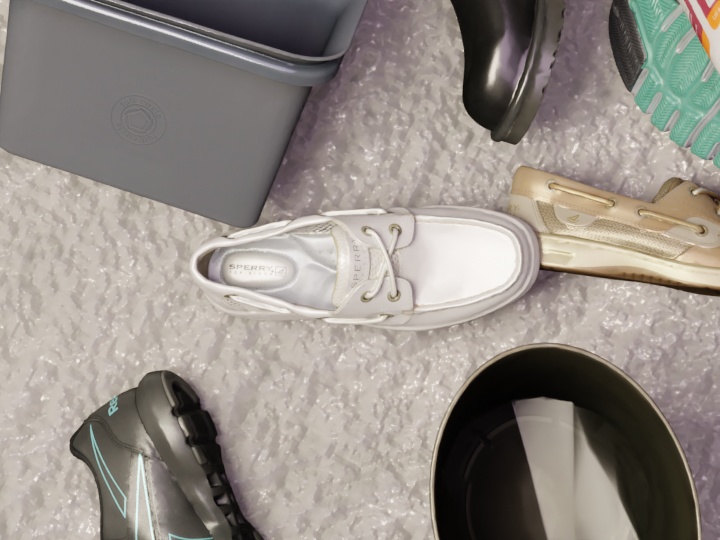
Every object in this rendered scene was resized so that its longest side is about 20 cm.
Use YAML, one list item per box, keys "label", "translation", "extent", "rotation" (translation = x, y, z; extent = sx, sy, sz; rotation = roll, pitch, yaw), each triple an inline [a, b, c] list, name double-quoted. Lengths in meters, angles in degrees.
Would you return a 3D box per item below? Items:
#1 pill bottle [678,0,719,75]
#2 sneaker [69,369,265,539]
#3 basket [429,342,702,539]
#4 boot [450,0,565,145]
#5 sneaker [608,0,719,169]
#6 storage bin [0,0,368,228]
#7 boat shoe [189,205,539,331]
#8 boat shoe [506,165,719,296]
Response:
- label: "pill bottle"
  translation: [0.210, -0.209, 1.435]
  extent: [0.109, 0.110, 0.200]
  rotation: [-22, 63, -2]
- label: "sneaker"
  translation: [-0.099, 0.160, 1.464]
  extent: [0.079, 0.075, 0.200]
  rotation: [-26, 81, 11]
- label: "basket"
  translation: [0.101, 0.130, 1.395]
  extent: [0.136, 0.200, 0.181]
  rotation: [-15, 88, -2]
- label: "boot"
  translation: [0.035, -0.181, 1.471]
  extent: [0.158, 0.079, 0.211]
  rotation: [6, 76, -7]
- label: "sneaker"
  translation: [0.228, -0.096, 1.490]
  extent: [0.200, 0.087, 0.074]
  rotation: [51, 127, 18]
- label: "storage bin"
  translation: [-0.111, -0.122, 1.444]
  extent: [0.200, 0.146, 0.134]
  rotation: [19, 123, 0]
- label: "boat shoe"
  translation: [0.000, 0.000, 1.447]
  extent: [0.200, 0.069, 0.071]
  rotation: [-5, 85, 12]
- label: "boat shoe"
  translation: [0.183, -0.022, 1.470]
  extent: [0.200, 0.071, 0.065]
  rotation: [8, 87, 1]
